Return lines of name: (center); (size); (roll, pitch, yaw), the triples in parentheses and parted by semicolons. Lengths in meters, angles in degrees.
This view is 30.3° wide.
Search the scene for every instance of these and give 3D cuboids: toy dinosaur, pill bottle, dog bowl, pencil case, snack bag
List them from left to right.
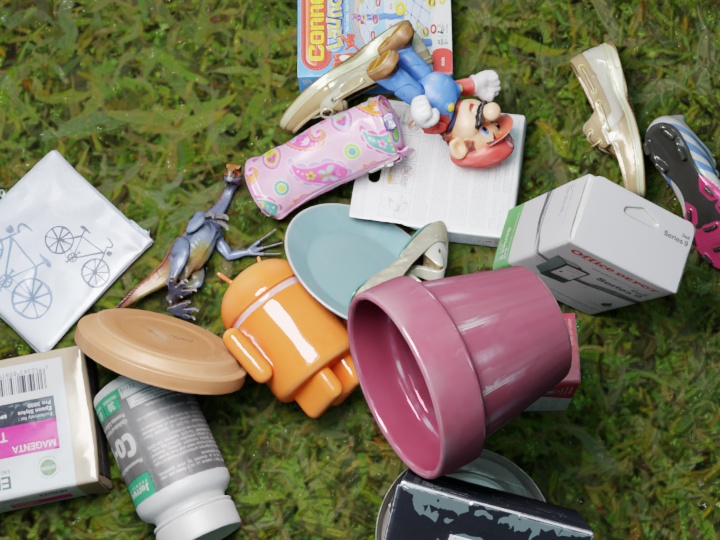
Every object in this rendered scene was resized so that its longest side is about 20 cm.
snack bag: (-0.383, -0.027, 1.628); (0.188, 0.021, 0.200); (40, 79, 11)
pill bottle: (-0.216, 0.214, 1.504); (0.112, 0.113, 0.201); (-25, 74, -6)
toy dinosaur: (-0.201, -0.045, 1.597); (0.197, 0.105, 0.183); (-1, 55, 12)
pencil case: (-0.039, -0.134, 1.587); (0.198, 0.087, 0.088); (-24, 73, 13)
dog bowl: (0.116, 0.303, 1.498); (0.197, 0.059, 0.203); (0, 75, 1)

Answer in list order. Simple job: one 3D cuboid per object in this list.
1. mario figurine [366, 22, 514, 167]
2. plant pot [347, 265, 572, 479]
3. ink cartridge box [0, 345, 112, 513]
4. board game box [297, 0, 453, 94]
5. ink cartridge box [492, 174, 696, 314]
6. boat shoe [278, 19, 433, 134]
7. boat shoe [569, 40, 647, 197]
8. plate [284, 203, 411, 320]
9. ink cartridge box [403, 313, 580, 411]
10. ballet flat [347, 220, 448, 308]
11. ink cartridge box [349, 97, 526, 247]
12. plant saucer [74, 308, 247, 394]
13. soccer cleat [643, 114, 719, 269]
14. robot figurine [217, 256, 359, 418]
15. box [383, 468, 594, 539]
mario figurine: (0.110, -0.204, 1.549); (0.199, 0.106, 0.124); (39, 85, -19)
plant pot: (0.108, 0.086, 1.351); (0.177, 0.200, 0.202); (-21, 74, -20)
ink cartridge box: (-0.400, 0.189, 1.538); (0.198, 0.075, 0.167); (-11, 73, -2)
board game box: (0.018, -0.326, 1.685); (0.193, 0.056, 0.202); (-1, 74, 1)
ink cartridge box: (0.258, -0.025, 1.497); (0.145, 0.200, 0.085); (24, 75, -13)
boat shoe: (-0.008, -0.220, 1.601); (0.200, 0.073, 0.063); (-36, 92, -2)
boat shoe: (0.305, -0.179, 1.633); (0.066, 0.074, 0.202); (-14, 72, 11)
plate: (0.000, 0.000, 1.562); (0.198, 0.026, 0.201); (18, 40, -16)
ink cartridge box: (0.142, 0.109, 1.508); (0.197, 0.148, 0.087); (-1, 73, 1)
ballet flat: (0.061, 0.011, 1.513); (0.062, 0.068, 0.200); (21, 42, 27)
ink cartridge box: (0.097, -0.121, 1.632); (0.198, 0.057, 0.164); (6, 74, 10)
plant saucer: (-0.222, 0.086, 1.501); (0.198, 0.200, 0.033); (21, 101, 7)
soccer cleat: (0.415, -0.100, 1.603); (0.086, 0.070, 0.201); (-30, 91, -50)
robot figurine: (-0.083, 0.070, 1.541); (0.143, 0.117, 0.201); (-37, 80, -9)
box: (0.124, 0.288, 1.360); (0.198, 0.197, 0.125); (14, 89, 6)
